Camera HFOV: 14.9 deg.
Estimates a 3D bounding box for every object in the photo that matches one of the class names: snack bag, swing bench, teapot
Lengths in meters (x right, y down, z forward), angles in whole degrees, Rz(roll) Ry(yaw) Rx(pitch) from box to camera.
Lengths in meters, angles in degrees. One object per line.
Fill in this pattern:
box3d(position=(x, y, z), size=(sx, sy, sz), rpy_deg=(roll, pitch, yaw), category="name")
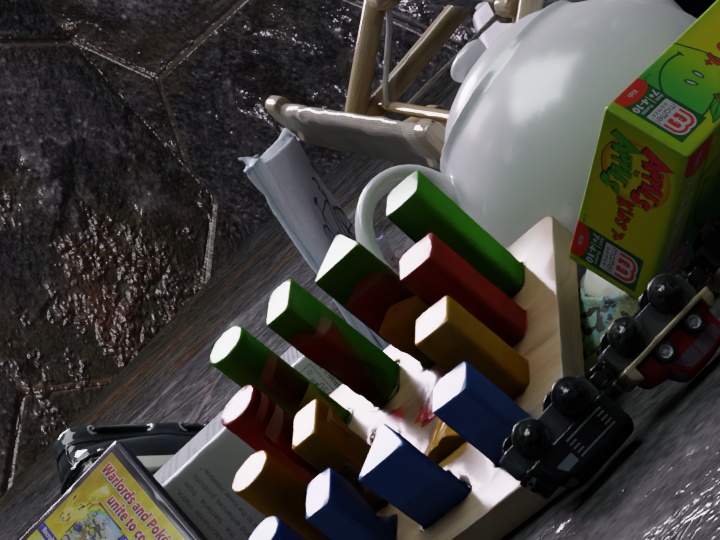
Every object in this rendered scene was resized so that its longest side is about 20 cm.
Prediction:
box3d(position=(0.000, 0.000, 1.678), size=(0.021, 0.201, 0.189), rpy_deg=(-33, 5, 10), category="snack bag")
box3d(position=(0.072, -0.145, 1.683), size=(0.199, 0.129, 0.201), rpy_deg=(17, 80, 59), category="swing bench")
box3d(position=(0.109, -0.074, 1.518), size=(0.198, 0.146, 0.200), rpy_deg=(-60, -14, 21), category="teapot")

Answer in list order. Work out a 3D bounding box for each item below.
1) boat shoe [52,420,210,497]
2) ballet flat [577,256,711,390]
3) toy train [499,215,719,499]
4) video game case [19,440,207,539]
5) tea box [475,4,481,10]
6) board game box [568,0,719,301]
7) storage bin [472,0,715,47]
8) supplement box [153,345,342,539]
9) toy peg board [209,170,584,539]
box3d(position=(-0.107, 0.123, 1.703), size=(0.199, 0.066, 0.075), rpy_deg=(-2, -53, -40), category="boat shoe")
box3d(position=(0.159, -0.027, 1.402), size=(0.200, 0.074, 0.074), rpy_deg=(-46, 7, -25), category="ballet flat")
box3d(position=(0.142, 0.029, 1.263), size=(0.200, 0.046, 0.034), rpy_deg=(-45, -7, -15), category="toy train")
box3d(position=(-0.148, 0.207, 1.476), size=(0.181, 0.026, 0.200), rpy_deg=(-46, 39, -2), category="video game case")
box3d(position=(0.240, -0.370, 3.170), size=(0.197, 0.134, 0.200), rpy_deg=(-39, 6, 27), category="tea box")
box3d(position=(0.181, -0.084, 1.327), size=(0.200, 0.047, 0.102), rpy_deg=(-43, -25, -36), category="board game box")
box3d(position=(0.172, -0.154, 1.787), size=(0.200, 0.145, 0.135), rpy_deg=(-42, 45, 28), category="storage bin")
box3d(position=(-0.062, 0.136, 1.590), size=(0.200, 0.101, 0.103), rpy_deg=(-42, 5, 0), category="supplement box")
box3d(position=(0.006, 0.066, 1.369), size=(0.200, 0.098, 0.200), rpy_deg=(-41, 24, 25), category="toy peg board")
